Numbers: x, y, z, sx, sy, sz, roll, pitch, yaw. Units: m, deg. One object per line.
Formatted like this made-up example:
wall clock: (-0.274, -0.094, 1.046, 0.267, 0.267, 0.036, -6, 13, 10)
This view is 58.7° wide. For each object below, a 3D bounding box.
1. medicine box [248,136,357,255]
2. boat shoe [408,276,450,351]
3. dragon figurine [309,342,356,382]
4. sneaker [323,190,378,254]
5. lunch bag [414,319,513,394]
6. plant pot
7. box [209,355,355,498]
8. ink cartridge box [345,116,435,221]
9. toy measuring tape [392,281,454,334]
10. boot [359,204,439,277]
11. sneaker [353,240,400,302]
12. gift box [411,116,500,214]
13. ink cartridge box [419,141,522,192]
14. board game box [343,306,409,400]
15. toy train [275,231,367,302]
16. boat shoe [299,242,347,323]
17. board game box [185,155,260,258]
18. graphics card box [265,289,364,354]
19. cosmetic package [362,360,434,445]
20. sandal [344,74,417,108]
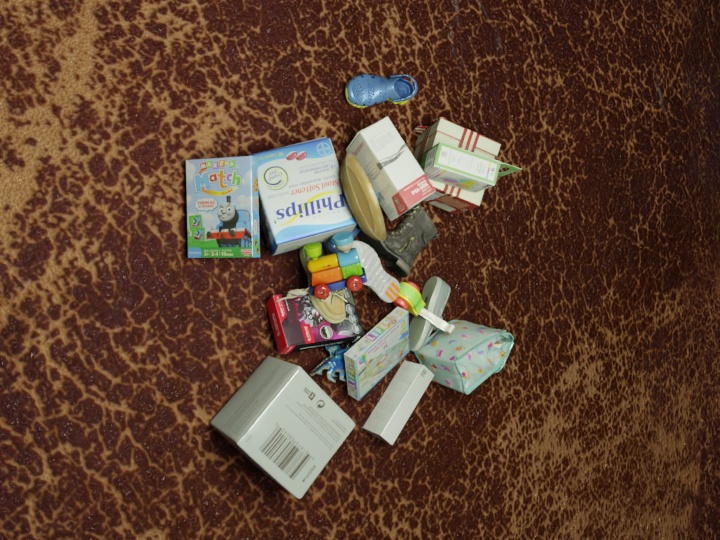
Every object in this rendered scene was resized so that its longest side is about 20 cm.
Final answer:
medicine box: (-0.127, -0.155, 1.354, 0.182, 0.103, 0.200, -16, 81, -17)
boat shoe: (0.181, 0.117, 1.621, 0.071, 0.070, 0.201, 27, 75, -25)
dragon figurine: (-0.057, 0.198, 1.460, 0.200, 0.059, 0.100, 15, 92, -55)
sneaker: (-0.022, -0.116, 1.457, 0.074, 0.082, 0.200, 46, 50, -27)
lunch bag: (0.266, 0.204, 1.619, 0.200, 0.170, 0.122, -32, 113, -29)
plant pot: (0.002, -0.152, 1.362, 0.027, 0.200, 0.200, -21, 107, 14)
box: (-0.164, 0.325, 1.357, 0.200, 0.171, 0.199, -50, 115, -21)
ink cartridge box: (0.066, -0.229, 1.462, 0.083, 0.147, 0.200, -33, 92, -15)
toy measuring tape: (0.142, 0.083, 1.550, 0.200, 0.074, 0.074, 34, 70, 13)
boot: (0.097, -0.100, 1.576, 0.200, 0.069, 0.174, 47, 63, -28)
sneaker: (0.000, 0.000, 1.479, 0.078, 0.112, 0.200, -51, 129, -17)
gift box: (0.208, -0.260, 1.568, 0.184, 0.200, 0.187, 21, 84, -17)
ink cartridge box: (0.242, -0.219, 1.424, 0.200, 0.104, 0.059, 15, 84, -13)
board game box: (0.043, 0.194, 1.507, 0.200, 0.034, 0.135, -38, 138, -36)
toy train: (-0.095, -0.005, 1.336, 0.199, 0.085, 0.116, -14, 113, 1)
boat shoe: (-0.080, 0.020, 1.422, 0.073, 0.063, 0.200, -14, 74, -36)
board game box: (-0.278, -0.126, 1.295, 0.037, 0.151, 0.201, -4, 94, -72)
graphics card box: (-0.100, 0.110, 1.432, 0.200, 0.051, 0.126, -4, 64, -32)
cosmetic package: (0.094, 0.321, 1.569, 0.051, 0.082, 0.200, 44, 70, -27)
sandal: (0.056, -0.432, 1.520, 0.200, 0.087, 0.080, -15, 101, -28)
